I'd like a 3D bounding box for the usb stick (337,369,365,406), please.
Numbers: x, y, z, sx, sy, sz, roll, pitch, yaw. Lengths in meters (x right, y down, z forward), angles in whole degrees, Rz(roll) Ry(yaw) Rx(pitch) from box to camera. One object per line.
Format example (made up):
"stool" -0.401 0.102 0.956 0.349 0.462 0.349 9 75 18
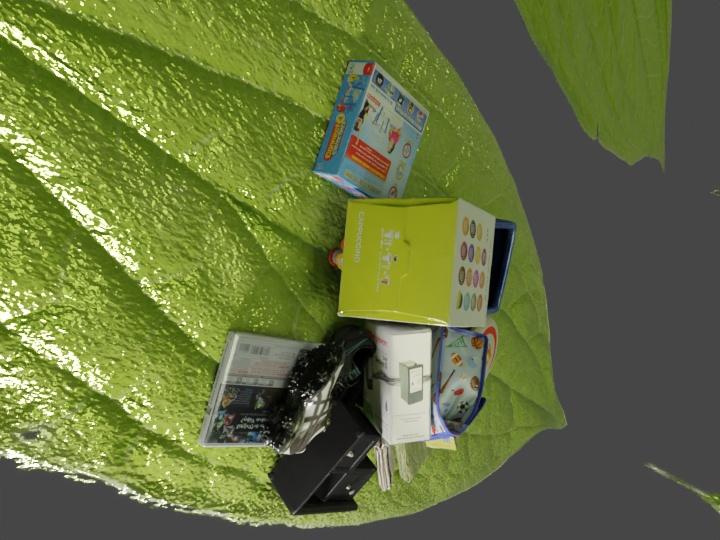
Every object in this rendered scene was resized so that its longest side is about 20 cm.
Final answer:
"usb stick" -0.028 0.244 1.209 0.055 0.033 0.200 43 73 -41

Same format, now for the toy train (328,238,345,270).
"toy train" 0.000 0.000 1.150 0.150 0.056 0.200 -56 140 -44

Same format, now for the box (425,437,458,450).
"box" 0.211 0.335 1.502 0.200 0.075 0.050 -61 147 -50

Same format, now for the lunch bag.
"lunch bag" 0.157 0.222 1.194 0.124 0.170 0.200 16 67 -14

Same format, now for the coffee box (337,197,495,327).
"coffee box" 0.099 -0.011 1.062 0.198 0.200 0.200 10 84 -62

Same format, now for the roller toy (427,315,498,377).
"roller toy" 0.239 0.185 1.466 0.182 0.140 0.200 -18 117 -54

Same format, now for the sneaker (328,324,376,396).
"sneaker" -0.051 0.186 1.118 0.200 0.079 0.075 -53 140 -13

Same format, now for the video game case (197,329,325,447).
"video game case" -0.151 0.196 1.015 0.200 0.023 0.182 15 91 -45

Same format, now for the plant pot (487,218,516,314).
"plant pot" 0.184 -0.020 1.280 0.200 0.180 0.200 -3 106 -53

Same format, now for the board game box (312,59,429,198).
"board game box" 0.025 -0.226 1.083 0.200 0.056 0.196 22 86 -55

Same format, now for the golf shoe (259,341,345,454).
"golf shoe" -0.079 0.210 1.026 0.200 0.078 0.094 -55 136 -3

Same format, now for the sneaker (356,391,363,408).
"sneaker" 0.056 0.197 1.284 0.085 0.073 0.200 41 69 -50

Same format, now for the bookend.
"bookend" -0.028 0.342 1.147 0.199 0.092 0.200 -51 144 9

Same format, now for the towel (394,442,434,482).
"towel" 0.131 0.399 1.504 0.148 0.036 0.200 -43 134 -38

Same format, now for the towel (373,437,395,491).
"towel" 0.049 0.333 1.278 0.200 0.034 0.133 -88 172 -58

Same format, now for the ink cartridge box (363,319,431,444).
"ink cartridge box" 0.066 0.195 1.150 0.084 0.145 0.200 -2 96 -19
